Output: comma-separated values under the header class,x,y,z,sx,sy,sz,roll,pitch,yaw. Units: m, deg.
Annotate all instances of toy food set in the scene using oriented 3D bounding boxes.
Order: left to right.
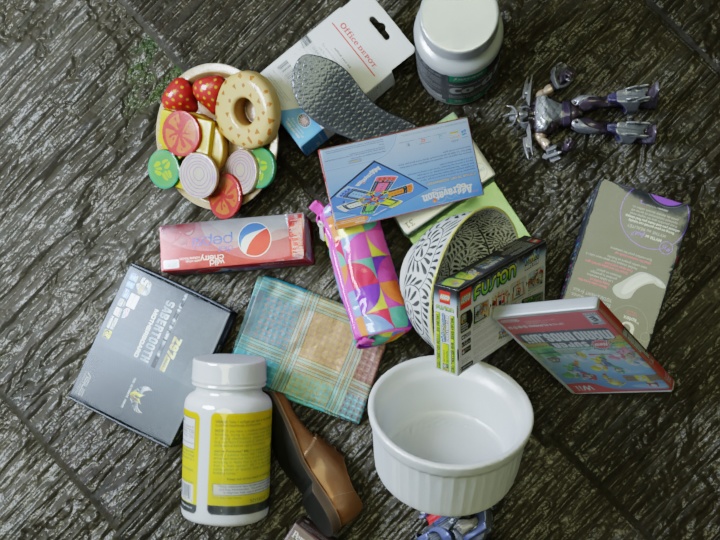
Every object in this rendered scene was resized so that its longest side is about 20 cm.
class,x,y,z,sx,sy,sz,roll,pitch,yaw
toy food set,-0.194,-0.174,1.286,0.198,0.049,0.200,15,105,21

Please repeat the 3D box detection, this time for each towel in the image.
class,x,y,z,sx,sy,sz,roll,pitch,yaw
towel,-0.070,0.105,1.291,0.198,0.022,0.148,20,87,7

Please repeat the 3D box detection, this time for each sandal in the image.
class,x,y,z,sx,sy,sz,roll,pitch,yaw
sandal,-0.008,-0.202,1.247,0.199,0.043,0.076,36,97,-14

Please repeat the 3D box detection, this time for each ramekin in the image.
class,x,y,z,sx,sy,sz,roll,pitch,yaw
ramekin,0.106,0.203,1.179,0.198,0.201,0.099,6,124,6

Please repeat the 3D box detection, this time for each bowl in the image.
class,x,y,z,sx,sy,sz,roll,pitch,yaw
bowl,0.111,0.013,1.213,0.094,0.200,0.203,14,85,38

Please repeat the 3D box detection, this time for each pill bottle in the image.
class,x,y,z,sx,sy,sz,roll,pitch,yaw
pill bottle,-0.170,0.213,1.233,0.113,0.114,0.203,3,92,6
pill bottle,0.123,-0.289,1.221,0.112,0.200,0.115,-1,84,6

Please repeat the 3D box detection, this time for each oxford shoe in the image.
class,x,y,z,sx,sy,sz,roll,pitch,yaw
oxford shoe,-0.064,0.242,1.264,0.071,0.071,0.201,-25,80,-30

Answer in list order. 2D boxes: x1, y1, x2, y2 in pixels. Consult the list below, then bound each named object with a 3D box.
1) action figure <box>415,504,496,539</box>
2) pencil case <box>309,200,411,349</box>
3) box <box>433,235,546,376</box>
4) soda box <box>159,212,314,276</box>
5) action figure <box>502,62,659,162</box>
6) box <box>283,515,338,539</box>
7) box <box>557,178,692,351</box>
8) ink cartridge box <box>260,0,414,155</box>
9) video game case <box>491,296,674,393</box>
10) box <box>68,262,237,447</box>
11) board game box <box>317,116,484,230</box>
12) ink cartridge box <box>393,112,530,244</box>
class,x,y,z,sx,sy,sz,roll,pitch,yaw
action figure,0.123,0.367,1.229,0.199,0.104,0.195,-31,74,29
pencil case,0.000,0.000,1.256,0.088,0.088,0.202,-21,76,3
box,0.162,0.039,1.180,0.034,0.199,0.111,15,117,38
soda box,-0.164,-0.033,1.289,0.198,0.070,0.064,-4,83,6
action figure,0.286,-0.207,1.265,0.198,0.069,0.132,1,89,9
box,-0.093,0.430,1.236,0.100,0.075,0.201,32,86,8
box,0.324,0.003,1.220,0.121,0.106,0.202,18,86,9
ink cartridge box,-0.034,-0.266,1.301,0.199,0.068,0.116,-39,83,1
video game case,0.267,0.094,1.155,0.142,0.200,0.018,-8,52,43
box,-0.277,0.113,1.296,0.156,0.051,0.202,25,87,6
board game box,0.053,-0.124,1.229,0.198,0.019,0.104,-13,93,-10
ink cartridge box,0.120,-0.085,1.280,0.145,0.048,0.201,-33,80,2
